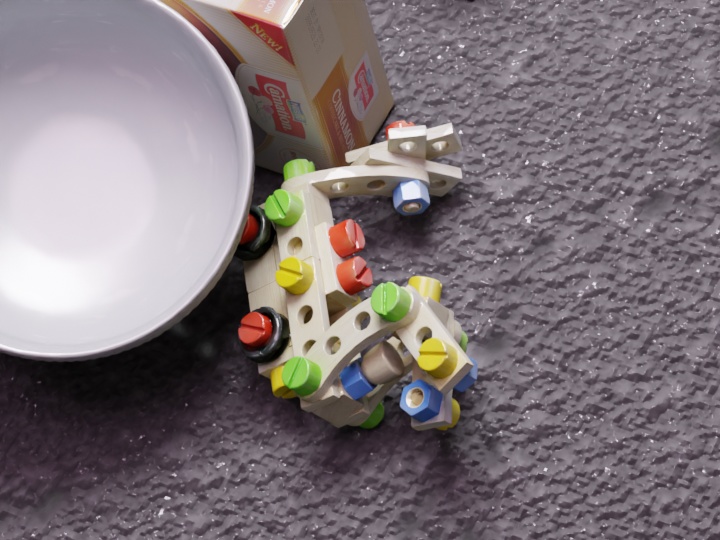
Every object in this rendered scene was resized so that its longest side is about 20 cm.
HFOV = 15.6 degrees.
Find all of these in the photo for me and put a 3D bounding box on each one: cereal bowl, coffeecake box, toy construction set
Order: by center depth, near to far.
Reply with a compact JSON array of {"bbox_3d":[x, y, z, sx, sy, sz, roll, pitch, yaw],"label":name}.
[{"bbox_3d":[0.000,0.000,1.386,0.131,0.092,0.201,-25,43,26],"label":"toy construction set"},{"bbox_3d":[-0.152,-0.049,1.391,0.199,0.083,0.201,0,84,2],"label":"cereal bowl"},{"bbox_3d":[-0.095,-0.139,1.460,0.199,0.154,0.073,19,63,23],"label":"coffeecake box"}]

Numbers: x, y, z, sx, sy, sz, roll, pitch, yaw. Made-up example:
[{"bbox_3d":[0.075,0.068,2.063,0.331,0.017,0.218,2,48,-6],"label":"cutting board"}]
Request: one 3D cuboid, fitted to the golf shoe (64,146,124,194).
[{"bbox_3d":[-0.182,-0.063,1.489,0.200,0.095,0.078,34,31,7],"label":"golf shoe"}]
